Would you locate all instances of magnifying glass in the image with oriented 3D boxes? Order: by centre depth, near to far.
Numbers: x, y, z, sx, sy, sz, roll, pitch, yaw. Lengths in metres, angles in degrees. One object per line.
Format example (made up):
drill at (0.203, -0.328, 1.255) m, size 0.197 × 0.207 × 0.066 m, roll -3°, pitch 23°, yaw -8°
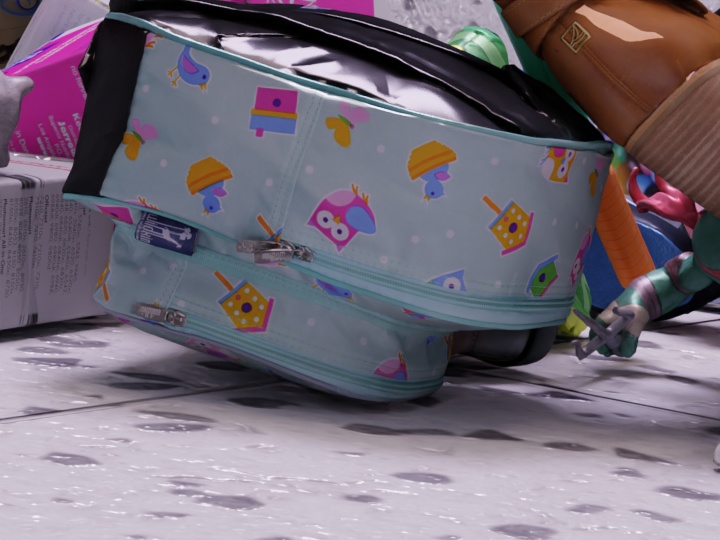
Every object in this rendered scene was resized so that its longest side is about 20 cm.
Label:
magnifying glass at (0.095, -0.060, 1.294) m, size 0.022 × 0.200 × 0.080 m, roll -25°, pitch 47°, yaw 6°

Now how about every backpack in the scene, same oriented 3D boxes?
backpack at (-0.003, -0.028, 1.177) m, size 0.199 × 0.154 × 0.176 m, roll 10°, pitch 3°, yaw 19°

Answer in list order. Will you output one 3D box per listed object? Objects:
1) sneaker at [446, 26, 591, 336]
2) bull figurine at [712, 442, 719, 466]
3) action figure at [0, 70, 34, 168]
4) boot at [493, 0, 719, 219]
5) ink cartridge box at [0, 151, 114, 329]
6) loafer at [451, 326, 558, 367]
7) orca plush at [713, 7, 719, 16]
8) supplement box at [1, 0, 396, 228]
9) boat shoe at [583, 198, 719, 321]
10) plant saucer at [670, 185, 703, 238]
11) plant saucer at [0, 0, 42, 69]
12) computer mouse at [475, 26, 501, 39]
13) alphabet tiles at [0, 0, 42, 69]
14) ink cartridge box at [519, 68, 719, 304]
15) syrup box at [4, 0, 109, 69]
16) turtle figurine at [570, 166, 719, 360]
sneaker at (0.075, -0.037, 1.364) m, size 0.074 × 0.084 × 0.200 m, roll 24°, pitch -22°, yaw 33°
bull figurine at (0.178, 0.009, 1.152) m, size 0.065 × 0.122 × 0.200 m, roll 8°, pitch 7°, yaw 15°
action figure at (-0.237, -0.077, 1.239) m, size 0.193 × 0.105 × 0.200 m, roll 10°, pitch -20°, yaw -3°
boot at (0.119, -0.104, 1.211) m, size 0.155 × 0.074 × 0.200 m, roll 43°, pitch 14°, yaw 0°
ink cartridge box at (-0.185, -0.014, 1.273) m, size 0.116 × 0.068 × 0.200 m, roll 8°, pitch 8°, yaw 28°
loafer at (0.000, 0.000, 1.323) m, size 0.063 × 0.072 × 0.200 m, roll -9°, pitch 17°, yaw -43°
orca plush at (0.247, -0.067, 1.423) m, size 0.105 × 0.071 × 0.200 m, roll -18°, pitch 62°, yaw -34°
supplement box at (-0.082, -0.076, 1.377) m, size 0.200 × 0.104 × 0.101 m, roll -14°, pitch 15°, yaw 37°
boat shoe at (0.104, -0.013, 1.546) m, size 0.200 × 0.084 × 0.069 m, roll 32°, pitch 15°, yaw 37°
plant saucer at (0.246, -0.041, 1.487) m, size 0.200 × 0.201 × 0.051 m, roll 4°, pitch -28°, yaw -15°
plant saucer at (-0.183, -0.160, 1.552) m, size 0.200 × 0.201 × 0.037 m, roll 1°, pitch 38°, yaw -36°
computer mouse at (0.057, -0.060, 1.518) m, size 0.058 × 0.200 × 0.034 m, roll -21°, pitch -47°, yaw 19°
alphabet tiles at (-0.146, -0.101, 1.601) m, size 0.199 × 0.167 × 0.006 m, roll -11°, pitch 43°, yaw -25°
ink cartridge box at (0.160, -0.047, 1.599) m, size 0.199 × 0.120 × 0.042 m, roll 9°, pitch 1°, yaw 27°
syrup box at (-0.086, -0.075, 1.516) m, size 0.200 × 0.082 × 0.079 m, roll 29°, pitch 10°, yaw -7°
turtle figurine at (0.188, 0.009, 1.301) m, size 0.149 × 0.101 × 0.200 m, roll 14°, pitch 3°, yaw 35°
